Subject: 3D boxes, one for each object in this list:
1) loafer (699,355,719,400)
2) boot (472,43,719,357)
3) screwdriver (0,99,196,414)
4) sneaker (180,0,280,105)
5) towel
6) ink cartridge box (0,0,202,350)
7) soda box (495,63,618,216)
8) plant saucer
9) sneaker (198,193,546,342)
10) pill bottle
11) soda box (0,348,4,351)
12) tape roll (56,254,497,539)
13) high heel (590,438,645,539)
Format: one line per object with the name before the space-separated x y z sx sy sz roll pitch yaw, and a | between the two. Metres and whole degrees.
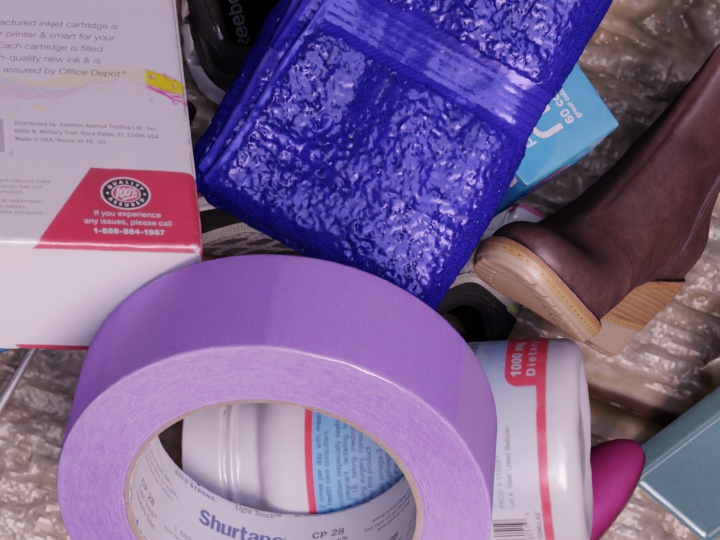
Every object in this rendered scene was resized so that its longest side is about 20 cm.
loafer | 0.250 -0.005 1.407 0.200 0.075 0.070 -44 86 -9
boot | 0.137 -0.046 1.321 0.072 0.200 0.167 32 92 22
screwdriver | -0.141 -0.004 1.336 0.028 0.029 0.201 31 82 -12
sneaker | -0.070 -0.181 1.310 0.066 0.090 0.201 -17 97 -17
towel | 0.018 -0.094 1.257 0.147 0.050 0.201 29 91 6
ink cartridge box | -0.159 -0.063 1.249 0.147 0.086 0.201 2 49 -12
soda box | 0.040 -0.130 1.323 0.068 0.064 0.200 -32 86 -25
plant saucer | 0.221 0.077 1.356 0.070 0.200 0.019 40 40 -9
sneaker | 0.000 0.000 1.346 0.199 0.074 0.088 6 86 -17
pill bottle | 0.015 0.092 1.318 0.199 0.109 0.109 -3 94 8
soda box | -0.270 0.037 1.288 0.199 0.064 0.068 -21 98 -10
tape roll | -0.037 0.089 1.207 0.199 0.066 0.201 3 130 4
high heel | 0.053 0.133 1.365 0.200 0.067 0.096 -39 111 -4
